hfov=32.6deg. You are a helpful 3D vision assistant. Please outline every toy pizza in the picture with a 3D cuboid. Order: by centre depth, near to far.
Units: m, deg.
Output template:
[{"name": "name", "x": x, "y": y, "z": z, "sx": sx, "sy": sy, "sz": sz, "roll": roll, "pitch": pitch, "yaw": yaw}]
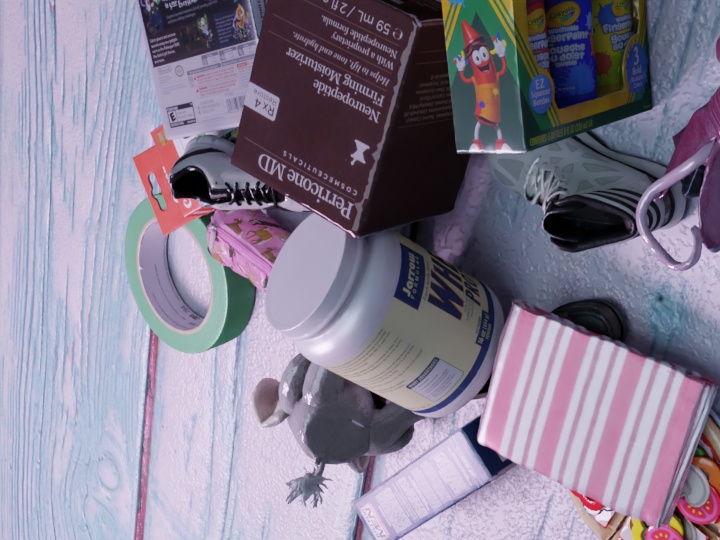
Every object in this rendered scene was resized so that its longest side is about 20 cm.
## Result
[{"name": "toy pizza", "x": 0.262, "y": 0.191, "z": 1.137, "sx": 0.199, "sy": 0.032, "sz": 0.203, "roll": 17, "pitch": 116, "yaw": 40}]

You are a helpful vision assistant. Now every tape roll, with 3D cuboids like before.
[{"name": "tape roll", "x": -0.214, "y": 0.000, "z": 1.527, "sx": 0.199, "sy": 0.048, "sz": 0.203, "roll": 18, "pitch": 116, "yaw": 40}]

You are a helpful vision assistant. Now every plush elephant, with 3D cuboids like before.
[{"name": "plush elephant", "x": -0.030, "y": 0.145, "z": 1.341, "sx": 0.201, "sy": 0.164, "sz": 0.155, "roll": -57, "pitch": 19, "yaw": 5}]

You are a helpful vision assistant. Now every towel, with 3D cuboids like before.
[{"name": "towel", "x": 0.207, "y": 0.127, "z": 1.112, "sx": 0.198, "sy": 0.030, "sz": 0.148, "roll": 23, "pitch": 109, "yaw": 25}]

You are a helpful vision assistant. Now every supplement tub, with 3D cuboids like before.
[{"name": "supplement tub", "x": 0.023, "y": 0.040, "z": 1.170, "sx": 0.145, "sy": 0.199, "sz": 0.146, "roll": -36, "pitch": 38, "yaw": 36}]

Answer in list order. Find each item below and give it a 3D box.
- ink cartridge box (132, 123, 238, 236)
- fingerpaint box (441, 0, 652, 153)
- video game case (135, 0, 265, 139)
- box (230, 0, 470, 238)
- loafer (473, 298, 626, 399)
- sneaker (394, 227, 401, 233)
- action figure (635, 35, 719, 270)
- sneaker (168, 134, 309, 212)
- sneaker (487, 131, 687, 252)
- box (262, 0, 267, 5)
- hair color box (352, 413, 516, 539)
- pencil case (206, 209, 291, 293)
[{"name": "ink cartridge box", "x": -0.185, "y": -0.125, "z": 1.411, "sx": 0.198, "sy": 0.050, "sz": 0.110, "roll": -26, "pitch": 84, "yaw": 27}, {"name": "fingerpaint box", "x": 0.154, "y": -0.195, "z": 0.987, "sx": 0.073, "sy": 0.199, "sz": 0.169, "roll": 5, "pitch": 107, "yaw": 42}, {"name": "video game case", "x": -0.163, "y": -0.240, "z": 1.300, "sx": 0.198, "sy": 0.023, "sz": 0.185, "roll": -2, "pitch": 103, "yaw": 48}, {"name": "box", "x": 0.010, "y": -0.165, "z": 1.121, "sx": 0.165, "sy": 0.163, "sz": 0.202, "roll": 30, "pitch": 117, "yaw": 27}, {"name": "loafer", "x": 0.164, "y": 0.087, "z": 1.174, "sx": 0.199, "sy": 0.063, "sz": 0.073, "roll": -30, "pitch": 84, "yaw": 46}, {"name": "sneaker", "x": 0.000, "y": 0.000, "z": 1.276, "sx": 0.074, "sy": 0.082, "sz": 0.202, "roll": 23, "pitch": 135, "yaw": 36}, {"name": "action figure", "x": 0.283, "y": -0.121, "z": 0.935, "sx": 0.134, "sy": 0.148, "sz": 0.201, "roll": 50, "pitch": 147, "yaw": 27}, {"name": "sneaker", "x": -0.114, "y": -0.088, "z": 1.304, "sx": 0.197, "sy": 0.080, "sz": 0.075, "roll": 9, "pitch": 125, "yaw": 23}, {"name": "sneaker", "x": 0.171, "y": -0.075, "z": 1.073, "sx": 0.199, "sy": 0.115, "sz": 0.077, "roll": 21, "pitch": 119, "yaw": 38}, {"name": "box", "x": -0.075, "y": -0.314, "z": 1.242, "sx": 0.201, "sy": 0.049, "sz": 0.083, "roll": 53, "pitch": 131, "yaw": 35}, {"name": "hair color box", "x": 0.089, "y": 0.209, "z": 1.265, "sx": 0.061, "sy": 0.099, "sz": 0.200, "roll": 57, "pitch": 135, "yaw": 10}, {"name": "pencil case", "x": -0.095, "y": -0.009, "z": 1.349, "sx": 0.199, "sy": 0.086, "sz": 0.084, "roll": 35, "pitch": 144, "yaw": 48}]
